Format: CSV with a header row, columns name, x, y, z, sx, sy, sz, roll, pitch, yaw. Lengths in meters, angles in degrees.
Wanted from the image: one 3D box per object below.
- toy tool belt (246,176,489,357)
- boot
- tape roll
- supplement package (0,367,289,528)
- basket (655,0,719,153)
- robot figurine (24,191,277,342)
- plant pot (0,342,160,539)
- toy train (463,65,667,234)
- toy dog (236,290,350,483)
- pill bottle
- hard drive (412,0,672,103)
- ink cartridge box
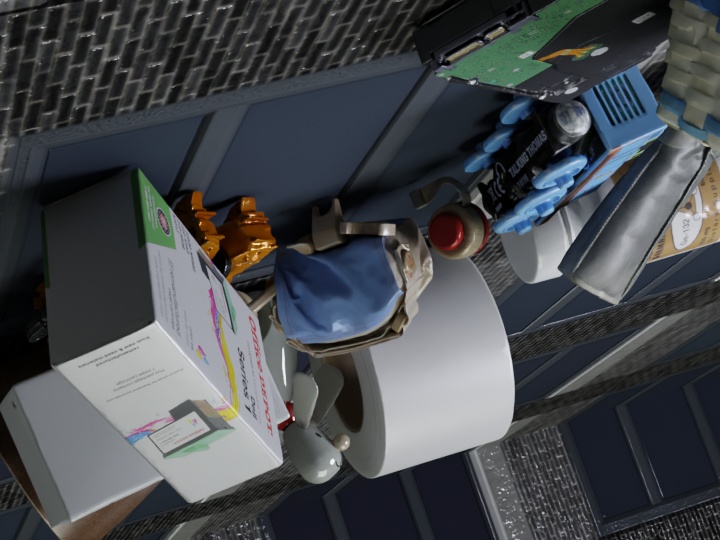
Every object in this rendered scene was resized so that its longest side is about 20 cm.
name,x,y,z,sx,sy,sz,roll,pitch,yaw
toy tool belt,0.000,0.000,1.462,0.199,0.125,0.123,-25,173,31
boot,0.260,-0.062,1.479,0.181,0.072,0.201,15,101,-51
tape roll,0.044,0.087,1.705,0.139,0.204,0.203,-16,166,-19
supplement package,-0.179,0.116,1.442,0.199,0.117,0.117,-23,177,-20
basket,0.281,-0.170,1.130,0.176,0.139,0.201,-1,121,-50
robot figurine,-0.171,0.006,1.379,0.199,0.058,0.145,-27,165,27
plant pot,-0.217,0.121,1.572,0.199,0.187,0.187,-33,168,-6
toy train,0.159,-0.095,1.399,0.114,0.087,0.200,-21,168,-18
toy dog,-0.059,0.088,1.637,0.096,0.200,0.132,-32,-170,10
pill bottle,0.230,-0.058,1.575,0.199,0.115,0.114,-16,167,-14
hard drive,0.142,-0.166,1.182,0.139,0.038,0.200,-28,165,31
ink cartridge box,-0.139,0.050,1.248,0.084,0.145,0.200,-22,139,11
